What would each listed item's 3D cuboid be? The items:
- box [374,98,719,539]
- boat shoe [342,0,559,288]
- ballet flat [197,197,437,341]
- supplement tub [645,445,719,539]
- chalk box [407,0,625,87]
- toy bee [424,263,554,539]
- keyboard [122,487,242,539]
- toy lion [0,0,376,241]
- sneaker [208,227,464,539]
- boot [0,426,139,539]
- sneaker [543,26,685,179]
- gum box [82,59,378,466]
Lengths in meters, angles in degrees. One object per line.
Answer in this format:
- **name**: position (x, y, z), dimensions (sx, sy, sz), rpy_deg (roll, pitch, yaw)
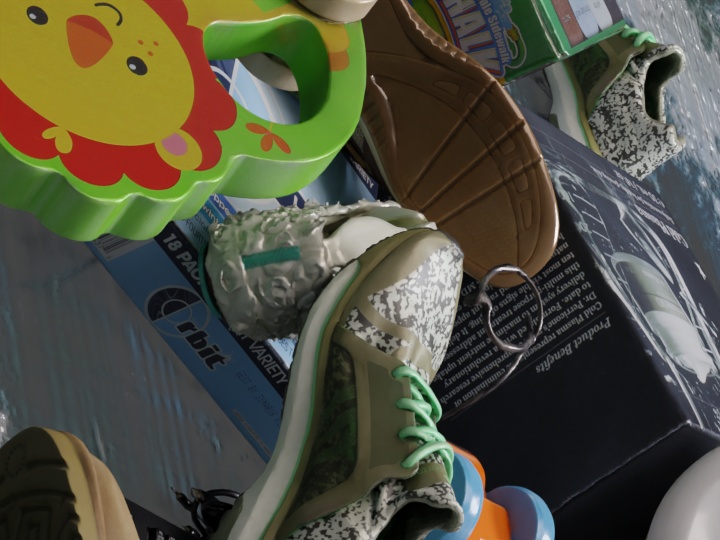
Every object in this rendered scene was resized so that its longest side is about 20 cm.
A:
- **box**: position (0.109, 0.046, 1.382), dimensions (0.200, 0.124, 0.197), rpy_deg (24, 35, -59)
- **boat shoe**: position (0.018, -0.078, 1.291), dimensions (0.200, 0.072, 0.072), rpy_deg (49, -8, -4)
- **ballet flat**: position (0.000, 0.000, 1.192), dimensions (0.200, 0.071, 0.072), rpy_deg (-7, 74, -67)
- **supplement tub**: position (0.191, 0.175, 1.299), dimensions (0.200, 0.144, 0.145), rpy_deg (98, -18, -63)
- **chalk box**: position (0.047, -0.148, 1.377), dimensions (0.125, 0.199, 0.125), rpy_deg (65, 22, -3)
- **toy bee**: position (0.032, 0.114, 1.217), dimensions (0.131, 0.108, 0.201), rpy_deg (47, 44, -26)
- **keyboard**: position (-0.043, 0.134, 1.112), dimensions (0.200, 0.039, 0.105), rpy_deg (38, 36, -51)
- **toy lion**: position (-0.090, -0.086, 1.120), dimensions (0.199, 0.069, 0.193), rpy_deg (22, 45, -21)
- **sneaker**: position (0.013, 0.078, 1.087), dimensions (0.077, 0.088, 0.201), rpy_deg (45, 61, -49)
- **boot**: position (-0.026, 0.143, 0.850), dimensions (0.199, 0.066, 0.176), rpy_deg (11, 65, -44)
- **sneaker**: position (0.166, -0.126, 1.743), dimensions (0.077, 0.088, 0.201), rpy_deg (42, 32, -45)
- **gum box**: position (-0.059, -0.040, 1.240), dimensions (0.170, 0.044, 0.201), rpy_deg (52, 27, -30)
